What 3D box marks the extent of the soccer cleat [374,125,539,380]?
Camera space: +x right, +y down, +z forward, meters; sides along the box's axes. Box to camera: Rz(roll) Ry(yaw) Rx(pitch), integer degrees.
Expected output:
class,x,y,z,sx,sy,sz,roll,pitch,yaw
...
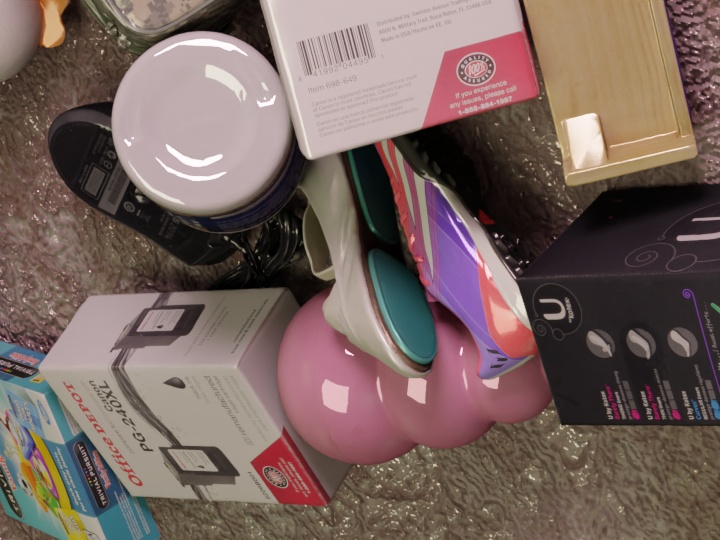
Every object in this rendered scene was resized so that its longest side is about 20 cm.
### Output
class,x,y,z,sx,sy,sz,roll,pitch,yaw
soccer cleat,0.052,-0.024,1.349,0.073,0.068,0.200,-45,67,23

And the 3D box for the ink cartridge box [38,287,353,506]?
class,x,y,z,sx,sy,sz,roll,pitch,yaw
ink cartridge box,-0.113,0.092,1.541,0.199,0.084,0.146,-3,131,38

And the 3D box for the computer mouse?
class,x,y,z,sx,sy,sz,roll,pitch,yaw
computer mouse,-0.132,-0.054,1.520,0.199,0.053,0.139,36,135,-2

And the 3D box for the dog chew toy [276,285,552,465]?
class,x,y,z,sx,sy,sz,roll,pitch,yaw
dog chew toy,0.044,0.065,1.416,0.199,0.125,0.125,-6,114,30

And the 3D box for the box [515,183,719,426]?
class,x,y,z,sx,sy,sz,roll,pitch,yaw
box,0.212,0.018,1.251,0.199,0.122,0.107,-3,116,38

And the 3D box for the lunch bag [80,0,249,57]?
class,x,y,z,sx,sy,sz,roll,pitch,yaw
lunch bag,-0.141,-0.235,1.347,0.201,0.139,0.168,54,175,-3

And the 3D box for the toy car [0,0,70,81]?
class,x,y,z,sx,sy,sz,roll,pitch,yaw
toy car,-0.301,-0.188,1.510,0.199,0.184,0.178,-22,104,13

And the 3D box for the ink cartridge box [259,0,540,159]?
class,x,y,z,sx,sy,sz,roll,pitch,yaw
ink cartridge box,0.009,-0.183,1.237,0.145,0.085,0.201,-15,101,0

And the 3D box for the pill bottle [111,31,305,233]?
class,x,y,z,sx,sy,sz,roll,pitch,yaw
pill bottle,-0.092,-0.082,1.365,0.110,0.200,0.112,0,86,3

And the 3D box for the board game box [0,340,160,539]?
class,x,y,z,sx,sy,sz,roll,pitch,yaw
board game box,-0.249,0.139,1.685,0.199,0.047,0.152,9,124,56

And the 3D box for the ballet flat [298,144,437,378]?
class,x,y,z,sx,sy,sz,roll,pitch,yaw
ballet flat,0.000,0.000,1.375,0.070,0.069,0.201,121,145,-43

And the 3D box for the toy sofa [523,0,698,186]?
class,x,y,z,sx,sy,sz,roll,pitch,yaw
toy sofa,0.135,-0.160,1.235,0.082,0.098,0.201,-13,112,9
